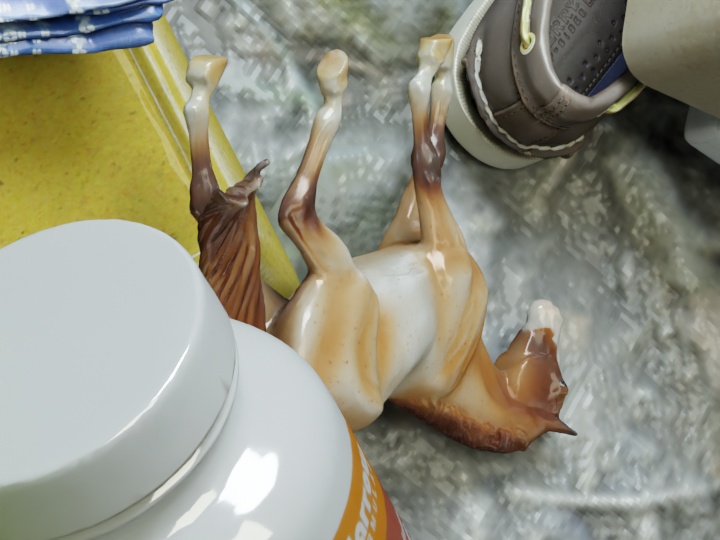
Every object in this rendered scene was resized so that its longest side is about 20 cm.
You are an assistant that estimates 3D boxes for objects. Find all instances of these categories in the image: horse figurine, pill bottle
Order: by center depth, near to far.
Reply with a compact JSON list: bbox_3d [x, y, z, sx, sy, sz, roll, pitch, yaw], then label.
[{"bbox_3d":[-0.041,0.085,0.677,0.112,0.112,0.200,-52,137,-26],"label":"pill bottle"},{"bbox_3d":[0.000,0.000,0.763,0.200,0.050,0.134,-13,103,-59],"label":"horse figurine"}]

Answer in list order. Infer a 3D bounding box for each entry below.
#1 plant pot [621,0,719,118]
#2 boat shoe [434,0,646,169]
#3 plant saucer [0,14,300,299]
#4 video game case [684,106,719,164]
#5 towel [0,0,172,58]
[{"bbox_3d":[0.225,-0.139,0.821,0.199,0.177,0.201,20,72,-35],"label":"plant pot"},{"bbox_3d":[0.095,-0.121,0.866,0.072,0.059,0.200,41,64,-17],"label":"boat shoe"},{"bbox_3d":[-0.123,-0.034,0.736,0.199,0.048,0.201,-30,97,-30],"label":"plant saucer"},{"bbox_3d":[0.213,-0.082,0.932,0.199,0.023,0.183,30,67,-29],"label":"video game case"},{"bbox_3d":[-0.157,-0.119,0.703,0.199,0.024,0.146,-4,60,-19],"label":"towel"}]
